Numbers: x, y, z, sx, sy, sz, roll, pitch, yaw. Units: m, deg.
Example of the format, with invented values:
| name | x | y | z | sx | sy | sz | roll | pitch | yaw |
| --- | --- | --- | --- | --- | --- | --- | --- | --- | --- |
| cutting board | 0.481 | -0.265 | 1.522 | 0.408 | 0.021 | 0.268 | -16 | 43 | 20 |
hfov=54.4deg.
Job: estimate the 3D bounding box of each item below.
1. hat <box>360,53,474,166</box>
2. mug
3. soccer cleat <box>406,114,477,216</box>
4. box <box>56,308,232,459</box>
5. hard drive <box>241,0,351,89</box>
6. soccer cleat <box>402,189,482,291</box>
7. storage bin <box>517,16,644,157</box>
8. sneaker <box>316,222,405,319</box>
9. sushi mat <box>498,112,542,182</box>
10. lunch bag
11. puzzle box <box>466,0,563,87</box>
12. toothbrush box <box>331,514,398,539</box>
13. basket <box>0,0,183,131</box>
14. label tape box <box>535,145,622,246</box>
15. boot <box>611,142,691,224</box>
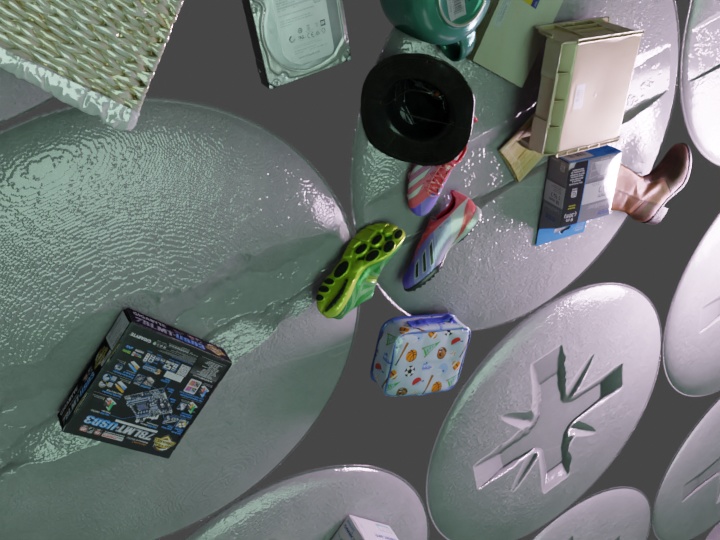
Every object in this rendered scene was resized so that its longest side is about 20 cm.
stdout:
| name | x | y | z | sx | sy | sz | roll | pitch | yaw |
| --- | --- | --- | --- | --- | --- | --- | --- | --- | --- |
| hat | 0.092 | -0.264 | 1.089 | 0.196 | 0.082 | 0.203 | 10 | 139 | 9 |
| mug | 0.128 | -0.403 | 1.017 | 0.182 | 0.114 | 0.155 | 15 | 107 | -38 |
| soccer cleat | 0.135 | -0.181 | 1.176 | 0.066 | 0.076 | 0.204 | 7 | 112 | -35 |
| box | -0.333 | 0.184 | 1.097 | 0.198 | 0.050 | 0.200 | 30 | 98 | -41 |
| hard drive | -0.091 | -0.366 | 0.948 | 0.138 | 0.038 | 0.204 | -24 | 126 | -20 |
| soccer cleat | 0.132 | -0.052 | 1.267 | 0.073 | 0.068 | 0.201 | 39 | 96 | -17 |
| storage bin | 0.376 | -0.318 | 1.219 | 0.195 | 0.094 | 0.204 | -16 | 126 | -28 |
| sneaker | 0.000 | 0.000 | 1.208 | 0.200 | 0.074 | 0.084 | -48 | 156 | -4 |
| sushi mat | 0.343 | -0.264 | 1.307 | 0.200 | 0.012 | 0.096 | -46 | 130 | -3 |
| lunch bag | 0.121 | 0.159 | 1.367 | 0.196 | 0.075 | 0.164 | -3 | 115 | -31 |
| puzzle box | 0.264 | -0.421 | 1.156 | 0.131 | 0.025 | 0.203 | 13 | 108 | -37 |
| toothbrush box | -0.016 | 0.661 | 1.557 | 0.145 | 0.085 | 0.202 | 29 | 99 | -40 |
| basket | -0.316 | -0.280 | 0.744 | 0.198 | 0.198 | 0.163 | 25 | 99 | -39 |
| label tape box | 0.437 | -0.142 | 1.406 | 0.141 | 0.063 | 0.204 | -15 | 123 | -25 |
| boot | 0.597 | -0.203 | 1.494 | 0.196 | 0.069 | 0.191 | 13 | 116 | -30 |
